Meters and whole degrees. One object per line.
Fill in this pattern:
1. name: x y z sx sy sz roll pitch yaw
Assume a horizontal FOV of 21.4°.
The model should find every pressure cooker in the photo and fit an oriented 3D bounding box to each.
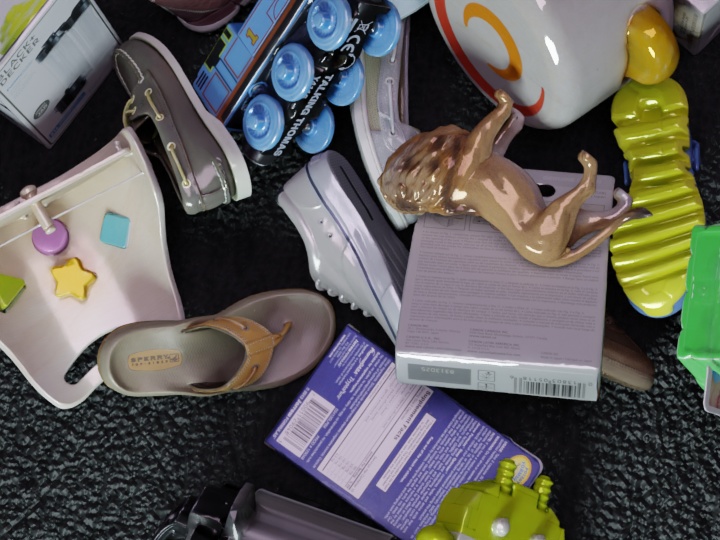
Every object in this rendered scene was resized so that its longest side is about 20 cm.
1. pressure cooker: -0.074 0.258 1.471 0.199 0.179 0.176 17 83 9

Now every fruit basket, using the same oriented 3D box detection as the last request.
1. fruit basket: 0.333 0.037 1.483 0.094 0.200 0.186 -3 73 48

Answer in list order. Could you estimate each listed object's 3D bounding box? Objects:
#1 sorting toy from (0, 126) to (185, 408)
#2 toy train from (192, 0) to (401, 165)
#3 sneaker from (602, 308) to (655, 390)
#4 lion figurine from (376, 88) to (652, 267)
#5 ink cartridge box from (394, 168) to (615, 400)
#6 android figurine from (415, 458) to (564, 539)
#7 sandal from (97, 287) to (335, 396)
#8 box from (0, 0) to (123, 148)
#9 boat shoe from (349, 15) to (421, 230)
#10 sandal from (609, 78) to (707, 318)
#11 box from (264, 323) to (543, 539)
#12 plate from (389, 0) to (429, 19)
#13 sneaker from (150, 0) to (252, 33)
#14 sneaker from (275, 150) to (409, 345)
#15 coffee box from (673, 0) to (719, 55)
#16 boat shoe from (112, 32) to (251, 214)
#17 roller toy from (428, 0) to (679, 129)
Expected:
1. sorting toy: -0.237 0.010 1.581 0.200 0.107 0.180 -28 89 -8
2. toy train: -0.050 -0.181 1.546 0.114 0.087 0.200 54 124 29
3. sneaker: 0.162 0.022 1.549 0.200 0.070 0.076 31 90 11
4. lion figurine: 0.117 -0.057 1.494 0.200 0.072 0.123 37 88 20
5. ink cartridge box: 0.117 0.006 1.522 0.162 0.050 0.200 5 50 7
6. android figurine: 0.101 0.247 1.478 0.041 0.182 0.201 4 69 49
7. sandal: -0.114 0.065 1.559 0.199 0.054 0.081 -9 96 -12
8. box: -0.268 -0.183 1.565 0.060 0.200 0.117 37 83 11
9. boat shoe: 0.027 -0.134 1.595 0.065 0.074 0.203 -12 71 7
10. sandal: 0.246 -0.053 1.538 0.079 0.087 0.201 -3 66 20
11. box: 0.036 0.150 1.557 0.200 0.032 0.121 35 84 12
12. plate: -0.005 -0.289 1.620 0.199 0.026 0.201 -6 61 12
13. sneaker: -0.110 -0.273 1.572 0.200 0.115 0.076 -38 57 28
14. sneaker: 0.000 0.000 1.581 0.071 0.073 0.200 -34 78 24
15. coffee box: 0.237 -0.287 1.586 0.080 0.114 0.200 -43 77 -4
16. boat shoe: -0.162 -0.124 1.583 0.060 0.072 0.202 -26 54 -17
17. roller toy: 0.156 -0.220 1.526 0.140 0.200 0.183 -35 106 -17
